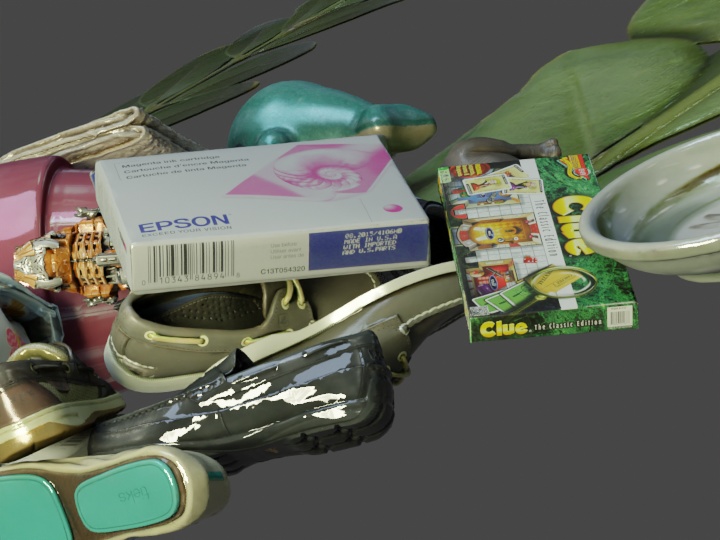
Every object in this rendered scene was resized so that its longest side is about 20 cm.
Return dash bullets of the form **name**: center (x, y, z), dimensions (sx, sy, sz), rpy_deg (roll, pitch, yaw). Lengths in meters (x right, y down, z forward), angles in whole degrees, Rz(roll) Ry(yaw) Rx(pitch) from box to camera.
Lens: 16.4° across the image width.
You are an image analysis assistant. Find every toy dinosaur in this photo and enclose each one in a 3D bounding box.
- **toy dinosaur**: center (-0.136, -0.008, 1.721), dimensions (0.200, 0.102, 0.136), rpy_deg (15, -1, -9)

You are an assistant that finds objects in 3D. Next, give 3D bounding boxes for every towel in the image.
- **towel**: center (-0.194, -0.077, 2.006), dimensions (0.132, 0.035, 0.200), rpy_deg (-18, -15, 16)

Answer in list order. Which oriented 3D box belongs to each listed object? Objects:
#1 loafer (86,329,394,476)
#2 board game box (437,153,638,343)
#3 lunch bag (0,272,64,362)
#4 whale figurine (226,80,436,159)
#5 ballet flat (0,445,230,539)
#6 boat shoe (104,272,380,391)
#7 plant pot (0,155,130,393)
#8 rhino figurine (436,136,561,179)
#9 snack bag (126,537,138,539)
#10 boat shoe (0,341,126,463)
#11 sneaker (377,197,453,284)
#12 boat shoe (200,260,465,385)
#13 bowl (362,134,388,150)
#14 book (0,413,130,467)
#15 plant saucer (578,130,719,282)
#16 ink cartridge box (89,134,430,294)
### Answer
- **loafer**: center (-0.075, 0.085, 1.555), dimensions (0.200, 0.071, 0.068), rpy_deg (-13, -25, 15)
- **board game box**: center (0.110, -0.017, 1.593), dimensions (0.104, 0.024, 0.200), rpy_deg (-4, 30, -3)
- **lunch bag**: center (-0.311, 0.071, 1.691), dimensions (0.169, 0.127, 0.200), rpy_deg (-10, 13, 20)
- **whale figurine**: center (-0.029, -0.122, 2.158), dimensions (0.159, 0.104, 0.200), rpy_deg (-4, -8, -43)
- **ballet flat**: center (-0.163, 0.141, 1.526), dimensions (0.200, 0.070, 0.069), rpy_deg (-9, 20, 34)
- **boat shoe**: center (-0.071, 0.028, 1.672), dimensions (0.201, 0.072, 0.060), rpy_deg (-13, -36, -23)
- **plant pot**: center (-0.175, 0.006, 1.869), dimensions (0.179, 0.201, 0.200), rpy_deg (-8, 17, 8)
- **rhino figurine**: center (0.114, -0.036, 1.707), dimensions (0.087, 0.060, 0.200), rpy_deg (-2, 28, -17)
- **snack bag**: center (-0.177, 0.149, 1.658), dimensions (0.188, 0.021, 0.200), rpy_deg (-15, 18, 34)
- **boat shoe**: center (-0.198, 0.076, 1.598), dimensions (0.073, 0.065, 0.200), rpy_deg (-21, 1, 2)
- **sneaker**: center (0.000, 0.000, 1.776), dimensions (0.200, 0.076, 0.114), rpy_deg (-30, 12, -29)
- **boat shoe**: center (-0.003, 0.055, 1.616), dimensions (0.201, 0.060, 0.072), rpy_deg (-25, -18, -3)
- **bowl**: center (-0.083, -0.043, 2.015), dimensions (0.200, 0.075, 0.200), rpy_deg (-18, -3, 27)
- **book**: center (-0.255, 0.140, 1.685), dimensions (0.200, 0.048, 0.134), rpy_deg (-7, 21, 46)
- **plant saucer**: center (0.235, -0.037, 1.536), dimensions (0.200, 0.050, 0.200), rpy_deg (-19, 17, 6)
- **ink cartridge box**: center (-0.072, -0.050, 1.662), dimensions (0.196, 0.043, 0.200), rpy_deg (-6, 27, -13)
